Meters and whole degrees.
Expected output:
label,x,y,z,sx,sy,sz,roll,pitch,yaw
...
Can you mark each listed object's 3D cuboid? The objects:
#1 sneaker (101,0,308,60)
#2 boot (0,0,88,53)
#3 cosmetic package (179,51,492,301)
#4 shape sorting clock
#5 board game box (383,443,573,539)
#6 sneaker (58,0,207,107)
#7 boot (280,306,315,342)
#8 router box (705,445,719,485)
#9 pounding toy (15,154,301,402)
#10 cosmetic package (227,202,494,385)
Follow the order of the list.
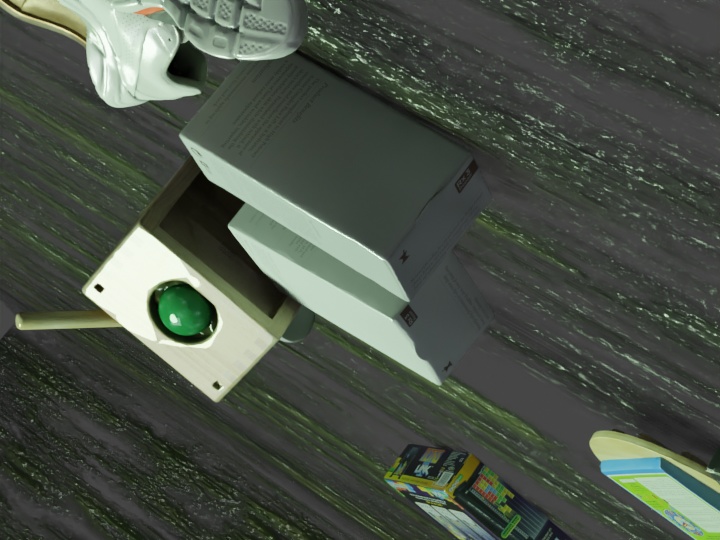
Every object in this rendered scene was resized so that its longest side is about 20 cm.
label,x,y,z,sx,sy,sz,roll,pitch,yaw
sneaker,-0.090,-0.185,1.395,0.082,0.077,0.200,12,-168,-47
boot,-0.222,-0.222,1.630,0.200,0.074,0.075,33,149,4
cosmetic package,-0.018,-0.073,1.466,0.200,0.102,0.074,33,167,29
shape sorting clock,0.273,0.179,1.667,0.200,0.039,0.200,33,167,8
board game box,0.132,0.268,2.345,0.165,0.057,0.200,40,167,-14
sneaker,-0.161,-0.202,1.515,0.099,0.078,0.200,2,142,21
boot,-0.135,0.004,2.121,0.096,0.074,0.200,15,155,45
router box,0.347,0.188,1.437,0.150,0.062,0.200,24,161,52
pounding toy,-0.161,0.013,1.846,0.184,0.200,0.142,40,125,-7
cosmetic package,0.000,0.000,1.719,0.200,0.081,0.113,28,164,35
